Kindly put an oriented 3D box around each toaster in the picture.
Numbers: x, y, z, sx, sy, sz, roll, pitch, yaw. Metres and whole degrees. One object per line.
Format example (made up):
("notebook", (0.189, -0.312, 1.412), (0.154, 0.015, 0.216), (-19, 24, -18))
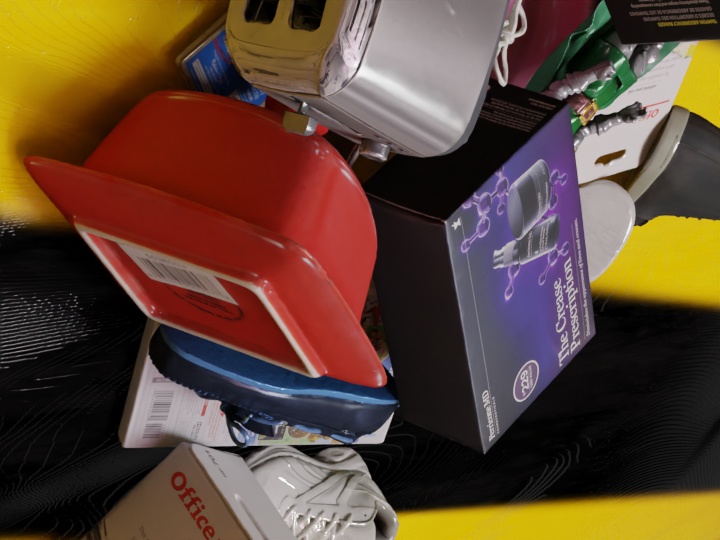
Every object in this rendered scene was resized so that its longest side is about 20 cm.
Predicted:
("toaster", (0.010, -0.166, 1.113), (0.129, 0.113, 0.201), (15, 91, -49))

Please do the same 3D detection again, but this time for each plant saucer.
("plant saucer", (0.087, -0.147, 1.375), (0.200, 0.051, 0.201), (-40, 146, -34))

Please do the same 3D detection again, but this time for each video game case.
("video game case", (-0.058, 0.064, 1.384), (0.199, 0.018, 0.144), (1, 126, -24))

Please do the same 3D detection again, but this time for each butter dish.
("butter dish", (-0.066, -0.043, 1.196), (0.148, 0.199, 0.200), (-63, 154, -18))

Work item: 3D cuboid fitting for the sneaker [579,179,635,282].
("sneaker", (0.138, -0.008, 1.591), (0.200, 0.075, 0.089), (-43, -173, 23))

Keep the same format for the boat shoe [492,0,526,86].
("boat shoe", (0.063, -0.149, 1.223), (0.202, 0.086, 0.075), (-51, 175, 26))

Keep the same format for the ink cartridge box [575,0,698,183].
("ink cartridge box", (0.193, -0.168, 1.499), (0.116, 0.067, 0.201), (-15, 135, -44))

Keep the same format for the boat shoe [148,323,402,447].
("boat shoe", (-0.059, 0.086, 1.335), (0.199, 0.084, 0.069), (20, 121, -33))

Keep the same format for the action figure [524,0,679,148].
("action figure", (0.166, -0.133, 1.393), (0.200, 0.055, 0.118), (-46, 144, 0))

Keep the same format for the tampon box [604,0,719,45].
("tampon box", (0.220, -0.266, 1.274), (0.150, 0.126, 0.201), (-35, 112, -26))

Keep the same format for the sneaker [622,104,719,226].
("sneaker", (0.271, -0.061, 1.630), (0.075, 0.106, 0.200), (-64, 179, -13))

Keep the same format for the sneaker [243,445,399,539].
("sneaker", (-0.035, 0.189, 1.556), (0.199, 0.099, 0.078), (-3, 126, -53))

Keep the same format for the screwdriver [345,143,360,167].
("screwdriver", (-0.009, -0.064, 1.282), (0.029, 0.028, 0.200), (-44, 177, -21))

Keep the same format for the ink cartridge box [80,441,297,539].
("ink cartridge box", (-0.134, 0.240, 1.392), (0.200, 0.147, 0.086), (-43, 153, 11))

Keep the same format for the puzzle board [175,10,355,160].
("puzzle board", (-0.037, -0.126, 1.283), (0.151, 0.017, 0.200), (-42, 149, -12))

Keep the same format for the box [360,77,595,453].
("box", (0.081, -0.003, 1.329), (0.141, 0.079, 0.201), (-41, 137, -31))
